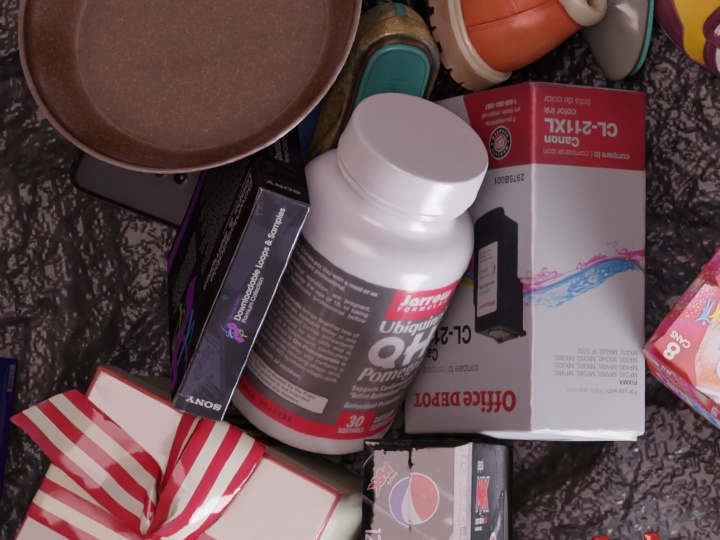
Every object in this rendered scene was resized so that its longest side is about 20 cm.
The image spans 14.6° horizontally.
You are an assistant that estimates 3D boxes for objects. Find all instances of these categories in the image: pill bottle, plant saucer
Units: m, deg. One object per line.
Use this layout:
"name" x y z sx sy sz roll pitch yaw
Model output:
"pill bottle" 0.000 0.000 1.612 0.111 0.111 0.200 31 126 10
"plant saucer" -0.092 -0.141 1.579 0.200 0.037 0.201 -5 69 13

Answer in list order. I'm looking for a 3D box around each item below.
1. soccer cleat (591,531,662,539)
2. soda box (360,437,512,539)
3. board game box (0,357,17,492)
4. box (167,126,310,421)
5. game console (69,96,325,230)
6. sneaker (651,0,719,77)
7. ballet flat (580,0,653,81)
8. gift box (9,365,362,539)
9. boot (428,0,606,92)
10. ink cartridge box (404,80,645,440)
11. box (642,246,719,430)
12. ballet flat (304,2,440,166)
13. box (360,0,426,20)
"soccer cleat" 0.108 0.209 1.676 0.199 0.069 0.078 -16 88 15
"soda box" 0.047 0.132 1.620 0.063 0.200 0.071 0 86 10
"board game box" -0.296 0.146 1.757 0.134 0.045 0.201 6 87 10
"box" -0.073 -0.021 1.618 0.036 0.200 0.143 18 113 -11
"game console" -0.072 -0.116 1.744 0.176 0.031 0.201 21 89 10
"sneaker" 0.251 -0.127 1.658 0.200 0.090 0.075 39 92 9
"ballet flat" 0.139 -0.215 1.693 0.064 0.067 0.201 7 82 -28
"gift box" -0.118 0.164 1.653 0.199 0.187 0.185 22 90 9
"boot" 0.093 -0.214 1.659 0.107 0.075 0.201 -24 63 35
"ink cartridge box" 0.095 -0.001 1.642 0.083 0.146 0.201 3 85 -30
"box" 0.227 0.046 1.595 0.100 0.200 0.096 39 90 9
"ballet flat" -0.002 -0.072 1.673 0.071 0.071 0.200 27 123 11
"box" -0.068 -0.245 1.691 0.199 0.117 0.197 -4 73 10
